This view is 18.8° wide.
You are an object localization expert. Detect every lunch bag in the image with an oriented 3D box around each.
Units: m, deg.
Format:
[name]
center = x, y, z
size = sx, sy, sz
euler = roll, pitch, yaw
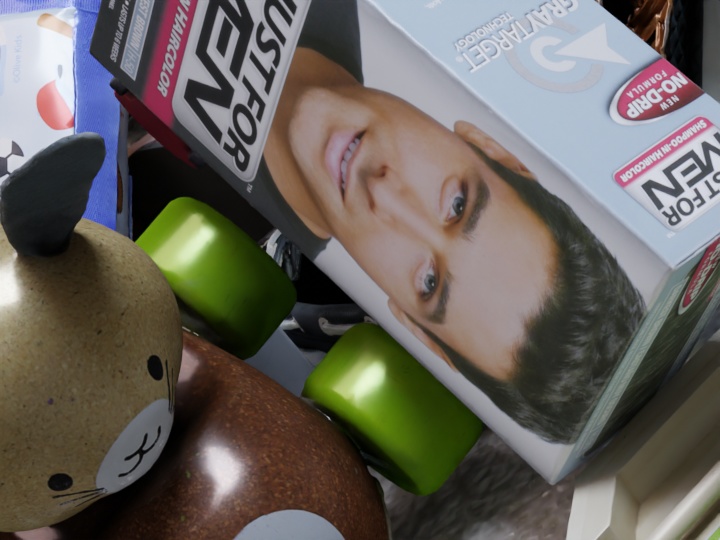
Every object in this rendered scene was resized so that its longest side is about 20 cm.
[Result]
[lunch bag]
center = -0.162, -0.007, 0.915
size = 0.200, 0.124, 0.170
euler = -24, 58, 44

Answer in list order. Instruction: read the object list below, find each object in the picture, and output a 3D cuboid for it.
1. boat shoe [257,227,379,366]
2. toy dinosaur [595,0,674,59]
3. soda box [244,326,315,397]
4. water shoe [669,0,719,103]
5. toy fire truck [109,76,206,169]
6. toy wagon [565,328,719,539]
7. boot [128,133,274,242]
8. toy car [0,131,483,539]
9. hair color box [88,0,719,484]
[boat shoe]
center = 0.000, 0.000, 0.799
size = 0.076, 0.060, 0.200
euler = -45, 24, -13
[toy dinosaur]
center = 0.068, -0.096, 0.774
size = 0.136, 0.102, 0.200
euler = -45, 16, 45
[soda box]
center = -0.100, 0.094, 0.769
size = 0.200, 0.068, 0.064
euler = -48, 25, -18
[water shoe]
center = 0.143, -0.110, 0.701
size = 0.079, 0.201, 0.072
euler = 1, -5, 0
[toy fire truck]
center = -0.012, -0.118, 0.771
size = 0.141, 0.049, 0.200
euler = -49, 5, -21
[toy wagon]
center = 0.127, 0.061, 0.530
size = 0.155, 0.040, 0.200
euler = -45, 24, -11
[boot]
center = -0.034, -0.090, 1.014
size = 0.186, 0.064, 0.200
euler = -8, 35, 53
[toy car]
center = -0.077, 0.042, 0.620
size = 0.158, 0.200, 0.164
euler = 34, 77, 25
[hair color box]
center = 0.016, -0.046, 0.620
size = 0.061, 0.200, 0.099
euler = -33, -23, -37
